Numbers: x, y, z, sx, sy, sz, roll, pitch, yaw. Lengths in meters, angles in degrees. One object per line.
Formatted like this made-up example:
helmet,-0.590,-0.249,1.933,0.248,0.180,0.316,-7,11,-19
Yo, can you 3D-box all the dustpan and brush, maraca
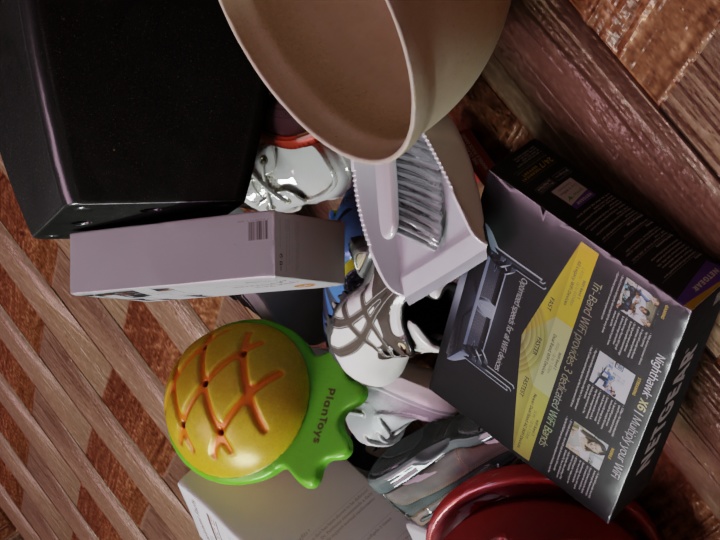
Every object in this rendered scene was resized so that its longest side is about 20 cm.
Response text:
dustpan and brush,0.019,-0.089,1.210,0.139,0.057,0.202,146,120,-64
maraca,-0.079,0.108,1.518,0.198,0.139,0.107,7,168,37

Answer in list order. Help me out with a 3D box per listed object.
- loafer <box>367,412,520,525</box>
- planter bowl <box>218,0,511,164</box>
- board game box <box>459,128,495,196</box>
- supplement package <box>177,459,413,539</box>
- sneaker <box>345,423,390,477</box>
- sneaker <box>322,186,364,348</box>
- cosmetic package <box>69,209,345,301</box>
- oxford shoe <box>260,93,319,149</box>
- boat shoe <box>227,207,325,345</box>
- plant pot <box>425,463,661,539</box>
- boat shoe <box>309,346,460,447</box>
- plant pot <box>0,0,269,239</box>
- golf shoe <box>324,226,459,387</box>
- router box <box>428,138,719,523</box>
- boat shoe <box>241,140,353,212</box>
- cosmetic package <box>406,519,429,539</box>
loafer,0.092,0.135,1.409,0.199,0.072,0.063,-30,106,41
planter bowl,0.015,-0.183,1.107,0.200,0.134,0.201,44,155,27
board game box,0.079,0.000,1.332,0.103,0.019,0.201,55,155,25
supplement package,-0.041,0.226,1.585,0.200,0.117,0.118,41,161,27
sneaker,-0.046,0.108,1.675,0.199,0.079,0.131,35,147,41
sneaker,0.000,0.000,1.482,0.201,0.065,0.079,100,157,-65
cosmetic package,-0.113,-0.008,1.361,0.198,0.082,0.051,-5,85,37
oxford shoe,-0.018,-0.134,1.329,0.199,0.071,0.073,-6,112,53
boat shoe,-0.089,-0.007,1.561,0.063,0.071,0.200,23,165,47
plant pot,0.129,0.250,1.332,0.198,0.184,0.202,6,136,6
boat shoe,0.011,0.107,1.523,0.199,0.072,0.069,11,94,45
plant pot,-0.171,-0.122,1.395,0.199,0.198,0.180,156,110,-67
golf shoe,0.028,0.039,1.357,0.095,0.077,0.201,56,156,30
router box,0.134,0.041,1.194,0.157,0.052,0.201,37,138,23
boat shoe,-0.067,-0.073,1.490,0.071,0.069,0.200,62,156,-9
cosmetic package,0.127,0.262,1.509,0.074,0.101,0.202,8,127,59
